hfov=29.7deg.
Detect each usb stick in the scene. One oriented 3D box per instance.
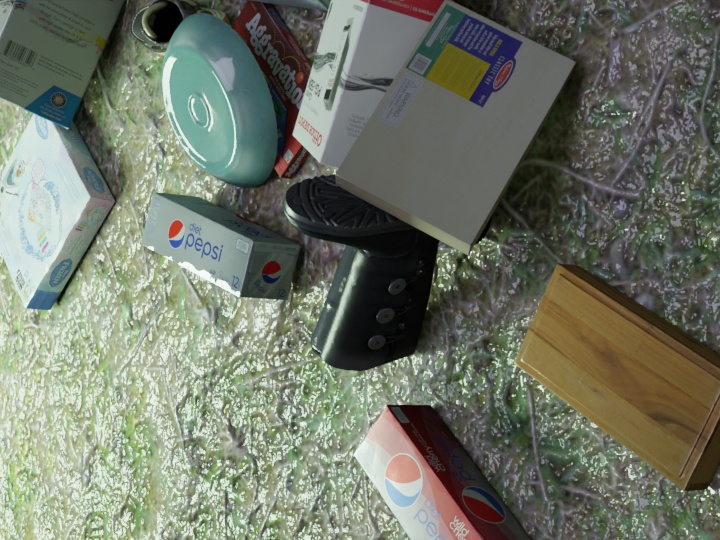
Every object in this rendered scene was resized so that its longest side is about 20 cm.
[{"bbox_3d":[0.000,0.000,1.358,0.055,0.033,0.201,36,111,44],"label":"usb stick"}]

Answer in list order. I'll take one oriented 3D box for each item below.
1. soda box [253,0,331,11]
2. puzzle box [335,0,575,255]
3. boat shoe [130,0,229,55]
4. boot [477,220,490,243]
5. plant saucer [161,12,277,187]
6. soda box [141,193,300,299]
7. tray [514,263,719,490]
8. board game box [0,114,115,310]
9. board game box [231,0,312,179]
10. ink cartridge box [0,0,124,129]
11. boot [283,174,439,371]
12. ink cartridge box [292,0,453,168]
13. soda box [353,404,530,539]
[{"bbox_3d":[-0.097,-0.332,1.465,0.200,0.063,0.068,18,78,47],"label":"soda box"},{"bbox_3d":[0.084,-0.127,1.171,0.133,0.025,0.200,28,72,11],"label":"puzzle box"},{"bbox_3d":[-0.226,-0.292,1.599,0.201,0.066,0.072,21,94,52],"label":"boat shoe"},{"bbox_3d":[0.073,-0.127,1.263,0.097,0.075,0.201,7,93,44],"label":"boot"},{"bbox_3d":[-0.165,-0.180,1.491,0.200,0.036,0.201,33,137,38],"label":"plant saucer"},{"bbox_3d":[-0.156,-0.029,1.492,0.200,0.068,0.064,25,105,46],"label":"soda box"},{"bbox_3d":[0.219,0.083,1.111,0.200,0.037,0.099,37,112,42],"label":"tray"},{"bbox_3d":[-0.420,-0.087,1.812,0.199,0.043,0.200,-54,50,28],"label":"board game box"},{"bbox_3d":[-0.097,-0.206,1.496,0.103,0.019,0.200,-52,51,28],"label":"board game box"},{"bbox_3d":[-0.424,-0.313,1.740,0.144,0.147,0.201,25,91,43],"label":"ink cartridge box"},{"bbox_3d":[-0.007,0.008,1.235,0.200,0.164,0.066,109,153,-44],"label":"boot"},{"bbox_3d":[0.010,-0.198,1.295,0.147,0.082,0.201,-131,56,-69],"label":"ink cartridge box"},{"bbox_3d":[0.077,0.214,1.229,0.200,0.063,0.070,53,122,37],"label":"soda box"}]
